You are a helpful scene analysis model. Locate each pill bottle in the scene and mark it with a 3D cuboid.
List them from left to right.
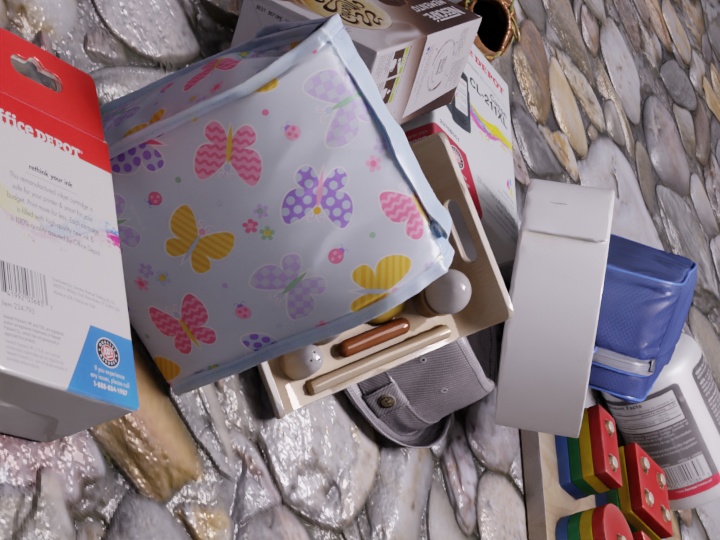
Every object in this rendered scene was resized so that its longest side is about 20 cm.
[{"bbox_3d":[0.310,0.133,1.718,0.201,0.110,0.111,63,26,-13],"label":"pill bottle"}]

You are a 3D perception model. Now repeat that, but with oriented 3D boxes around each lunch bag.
[{"bbox_3d":[-0.058,-0.044,1.008,0.170,0.199,0.127,58,27,-20],"label":"lunch bag"},{"bbox_3d":[0.221,0.047,1.536,0.200,0.135,0.133,-22,128,-69],"label":"lunch bag"}]

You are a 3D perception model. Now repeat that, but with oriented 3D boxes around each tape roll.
[{"bbox_3d":[0.155,0.029,1.351,0.202,0.070,0.204,9,90,-82],"label":"tape roll"}]

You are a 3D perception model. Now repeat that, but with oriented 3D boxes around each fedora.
[{"bbox_3d":[0.043,0.036,1.276,0.201,0.090,0.177,57,27,-23],"label":"fedora"}]

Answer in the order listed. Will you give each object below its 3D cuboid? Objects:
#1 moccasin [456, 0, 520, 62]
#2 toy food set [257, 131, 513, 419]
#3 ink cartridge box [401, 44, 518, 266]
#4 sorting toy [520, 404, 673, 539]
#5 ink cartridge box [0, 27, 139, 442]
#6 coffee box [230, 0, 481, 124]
[{"bbox_3d":[0.121,-0.243,1.662,0.201,0.077,0.074,-26,95,-65],"label":"moccasin"},{"bbox_3d":[0.000,0.000,1.161,0.199,0.060,0.145,-21,89,-29],"label":"toy food set"},{"bbox_3d":[0.064,-0.114,1.443,0.146,0.082,0.201,43,36,-42],"label":"ink cartridge box"},{"bbox_3d":[0.224,0.232,1.519,0.200,0.069,0.200,44,35,-43],"label":"sorting toy"},{"bbox_3d":[-0.186,-0.021,0.887,0.116,0.067,0.202,26,48,-56],"label":"ink cartridge box"},{"bbox_3d":[-0.003,-0.167,1.276,0.112,0.080,0.200,28,25,18],"label":"coffee box"}]
